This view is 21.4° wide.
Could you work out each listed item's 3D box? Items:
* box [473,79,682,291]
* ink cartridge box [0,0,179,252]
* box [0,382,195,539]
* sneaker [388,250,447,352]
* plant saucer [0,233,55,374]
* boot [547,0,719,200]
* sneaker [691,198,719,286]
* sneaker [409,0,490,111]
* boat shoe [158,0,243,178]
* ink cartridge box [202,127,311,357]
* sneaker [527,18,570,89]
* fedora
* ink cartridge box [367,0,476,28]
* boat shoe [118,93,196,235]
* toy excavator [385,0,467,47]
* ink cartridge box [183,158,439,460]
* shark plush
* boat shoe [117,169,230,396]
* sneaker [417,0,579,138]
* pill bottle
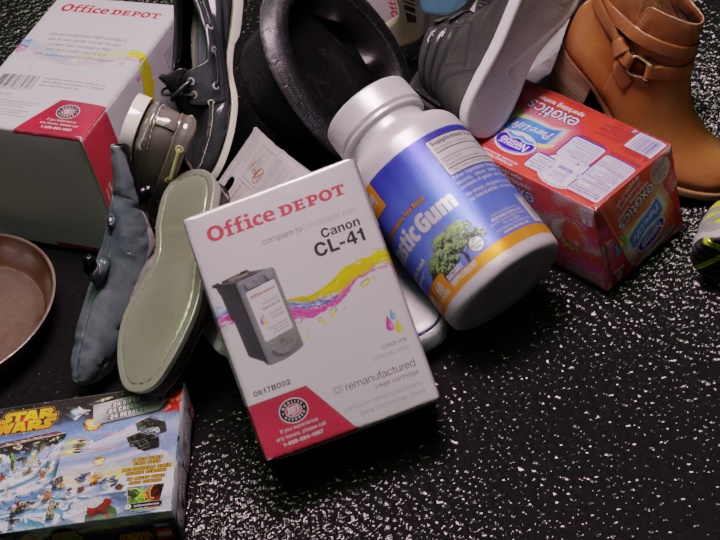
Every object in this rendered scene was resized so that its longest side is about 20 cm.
[{"bbox_3d":[0.164,-0.079,1.614,0.100,0.096,0.200,-38,45,-24],"label":"box"},{"bbox_3d":[-0.250,-0.139,1.776,0.145,0.145,0.200,9,47,26],"label":"ink cartridge box"},{"bbox_3d":[-0.236,0.164,1.522,0.199,0.040,0.137,-8,43,9],"label":"box"},{"bbox_3d":[0.000,0.000,1.600,0.073,0.071,0.200,-32,44,-17],"label":"sneaker"},{"bbox_3d":[-0.362,0.046,1.697,0.199,0.035,0.201,-10,41,9],"label":"plant saucer"},{"bbox_3d":[0.257,-0.157,1.587,0.200,0.155,0.074,35,51,6],"label":"boot"},{"bbox_3d":[0.366,-0.037,1.520,0.199,0.076,0.077,0,44,16],"label":"sneaker"},{"bbox_3d":[0.113,-0.196,1.746,0.076,0.201,0.115,35,13,4],"label":"sneaker"},{"bbox_3d":[-0.151,-0.179,1.723,0.074,0.066,0.200,-4,77,54],"label":"boat shoe"},{"bbox_3d":[-0.089,-0.021,1.630,0.161,0.050,0.200,-54,27,5],"label":"ink cartridge box"},{"bbox_3d":[0.209,-0.170,1.723,0.200,0.118,0.074,-23,34,50],"label":"sneaker"},{"bbox_3d":[-0.040,-0.172,1.742,0.091,0.201,0.201,-21,32,39],"label":"fedora"},{"bbox_3d":[0.079,-0.294,1.859,0.199,0.116,0.068,7,43,24],"label":"ink cartridge box"},{"bbox_3d":[-0.175,-0.074,1.658,0.060,0.202,0.072,17,57,4],"label":"boat shoe"},{"bbox_3d":[0.055,-0.272,1.778,0.194,0.201,0.100,8,41,25],"label":"toy excavator"},{"bbox_3d":[-0.039,0.031,1.485,0.147,0.201,0.086,-20,-1,-2],"label":"ink cartridge box"},{"bbox_3d":[-0.200,-0.002,1.595,0.091,0.201,0.083,31,27,28],"label":"shark plush"},{"bbox_3d":[-0.144,0.017,1.571,0.071,0.061,0.202,0,62,29],"label":"boat shoe"},{"bbox_3d":[0.115,-0.218,1.608,0.099,0.071,0.201,33,95,45],"label":"sneaker"},{"bbox_3d":[0.061,-0.059,1.560,0.112,0.112,0.200,-32,71,-17],"label":"pill bottle"}]
